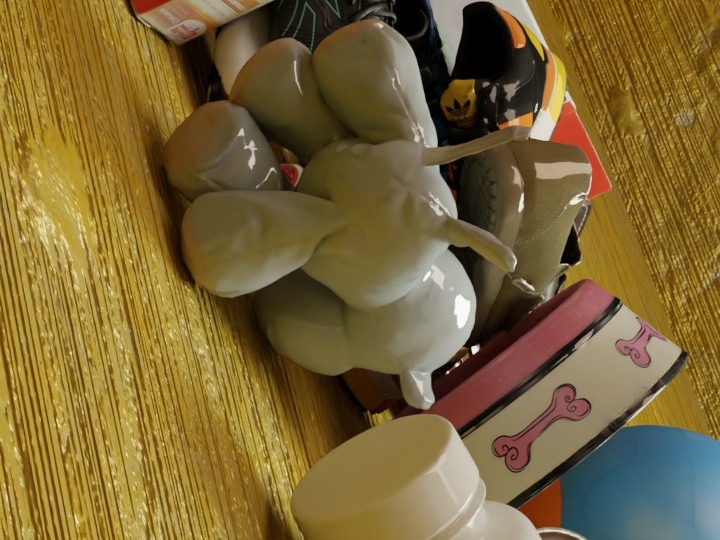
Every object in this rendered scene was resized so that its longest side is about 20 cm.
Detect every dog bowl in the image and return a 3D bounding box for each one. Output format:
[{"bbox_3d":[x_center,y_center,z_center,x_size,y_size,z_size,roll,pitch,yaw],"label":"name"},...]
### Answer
[{"bbox_3d":[0.087,0.081,1.549,0.074,0.200,0.200,52,10,0],"label":"dog bowl"}]

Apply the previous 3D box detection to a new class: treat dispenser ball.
[{"bbox_3d":[0.189,0.200,1.744,0.201,0.201,0.201,62,11,-21],"label":"treat dispenser ball"}]

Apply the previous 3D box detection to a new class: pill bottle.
[{"bbox_3d":[0.049,0.177,1.325,0.200,0.114,0.114,62,11,-19],"label":"pill bottle"}]

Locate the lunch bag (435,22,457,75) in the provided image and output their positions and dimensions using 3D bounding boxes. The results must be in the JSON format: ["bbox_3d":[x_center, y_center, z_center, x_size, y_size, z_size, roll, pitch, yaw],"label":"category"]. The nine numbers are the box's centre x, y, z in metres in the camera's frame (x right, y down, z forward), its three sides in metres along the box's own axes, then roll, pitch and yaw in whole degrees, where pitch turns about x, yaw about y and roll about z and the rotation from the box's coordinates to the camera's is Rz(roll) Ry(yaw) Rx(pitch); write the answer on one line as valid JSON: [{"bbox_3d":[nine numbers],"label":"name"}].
[{"bbox_3d":[0.049,-0.049,1.836,0.200,0.127,0.170,84,-21,-66],"label":"lunch bag"}]

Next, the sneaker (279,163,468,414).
[{"bbox_3d":[0.000,0.000,1.568,0.200,0.082,0.078,54,16,-47],"label":"sneaker"}]

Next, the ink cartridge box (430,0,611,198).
[{"bbox_3d":[0.073,-0.109,1.956,0.200,0.162,0.057,64,11,-13],"label":"ink cartridge box"}]

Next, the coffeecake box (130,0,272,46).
[{"bbox_3d":[-0.052,-0.241,1.513,0.154,0.200,0.073,68,11,15],"label":"coffeecake box"}]

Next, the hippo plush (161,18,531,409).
[{"bbox_3d":[0.007,-0.026,1.416,0.161,0.200,0.160,65,28,-54],"label":"hippo plush"}]

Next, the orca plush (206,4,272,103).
[{"bbox_3d":[-0.069,-0.143,1.608,0.105,0.071,0.200,25,47,-36],"label":"orca plush"}]

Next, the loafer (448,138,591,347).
[{"bbox_3d":[0.087,-0.013,1.498,0.200,0.067,0.076,105,-24,-69],"label":"loafer"}]

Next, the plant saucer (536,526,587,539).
[{"bbox_3d":[0.117,0.251,1.571,0.200,0.037,0.201,29,52,-45],"label":"plant saucer"}]

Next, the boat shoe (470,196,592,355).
[{"bbox_3d":[0.096,0.021,1.723,0.070,0.200,0.070,-14,58,-41],"label":"boat shoe"}]

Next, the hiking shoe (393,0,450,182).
[{"bbox_3d":[0.021,-0.123,1.687,0.200,0.074,0.087,63,-14,-4],"label":"hiking shoe"}]

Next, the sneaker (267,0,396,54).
[{"bbox_3d":[-0.015,-0.159,1.556,0.075,0.079,0.200,-10,74,-54],"label":"sneaker"}]

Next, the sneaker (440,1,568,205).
[{"bbox_3d":[0.072,-0.070,1.634,0.090,0.070,0.200,44,46,-44],"label":"sneaker"}]

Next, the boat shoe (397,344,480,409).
[{"bbox_3d":[0.018,0.022,1.689,0.068,0.072,0.200,-35,111,-50],"label":"boat shoe"}]
